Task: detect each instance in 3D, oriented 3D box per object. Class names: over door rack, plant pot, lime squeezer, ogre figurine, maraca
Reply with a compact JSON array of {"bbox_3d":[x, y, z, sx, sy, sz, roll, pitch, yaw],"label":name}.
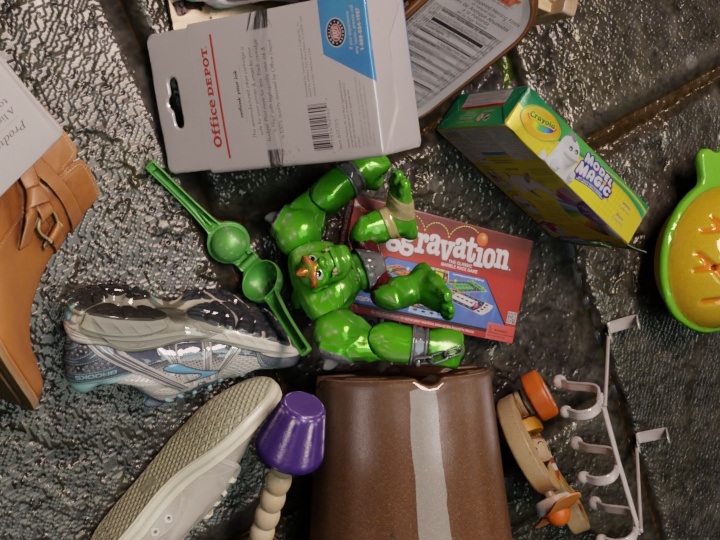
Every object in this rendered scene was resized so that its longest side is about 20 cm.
[{"bbox_3d":[0.245,0.155,0.927,0.200,0.066,0.149,-41,116,-56],"label":"over door rack"},{"bbox_3d":[0.039,0.183,0.792,0.199,0.200,0.200,-3,89,-26],"label":"plant pot"},{"bbox_3d":[-0.103,-0.007,0.768,0.038,0.071,0.200,-43,81,21],"label":"lime squeezer"},{"bbox_3d":[0.000,0.000,0.776,0.119,0.098,0.202,-20,94,-9],"label":"ogre figurine"},{"bbox_3d":[0.372,-0.035,0.974,0.136,0.107,0.202,20,86,-26],"label":"maraca"}]

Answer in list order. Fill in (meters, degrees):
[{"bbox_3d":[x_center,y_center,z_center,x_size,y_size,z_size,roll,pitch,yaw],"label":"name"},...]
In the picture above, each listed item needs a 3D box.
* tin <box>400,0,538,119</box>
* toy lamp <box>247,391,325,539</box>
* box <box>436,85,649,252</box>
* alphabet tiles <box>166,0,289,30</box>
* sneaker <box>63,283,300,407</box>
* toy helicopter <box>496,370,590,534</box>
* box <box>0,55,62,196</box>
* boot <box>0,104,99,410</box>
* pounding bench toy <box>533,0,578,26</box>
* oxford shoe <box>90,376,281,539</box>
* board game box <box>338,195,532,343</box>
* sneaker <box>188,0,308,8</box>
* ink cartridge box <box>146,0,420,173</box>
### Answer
[{"bbox_3d":[0.054,-0.183,0.755,0.111,0.200,0.042,12,54,-43],"label":"tin"},{"bbox_3d":[-0.072,0.187,0.761,0.058,0.058,0.201,6,120,-27],"label":"toy lamp"},{"bbox_3d":[0.176,-0.086,0.866,0.200,0.117,0.049,41,78,-25],"label":"box"},{"bbox_3d":[-0.079,-0.216,0.787,0.166,0.008,0.202,-13,101,-25],"label":"alphabet tiles"},{"bbox_3d":[-0.143,0.064,0.758,0.199,0.078,0.087,8,112,-28],"label":"sneaker"},{"bbox_3d":[0.183,0.201,0.902,0.079,0.133,0.200,-29,129,10],"label":"toy helicopter"},{"bbox_3d":[-0.327,-0.091,0.552,0.199,0.199,0.131,-49,151,-15],"label":"box"},{"bbox_3d":[-0.246,-0.008,0.691,0.155,0.073,0.201,-56,147,-39],"label":"boot"},{"bbox_3d":[0.114,-0.289,0.768,0.155,0.200,0.125,13,89,-27],"label":"pounding bench toy"},{"bbox_3d":[-0.133,0.169,0.763,0.200,0.075,0.058,-48,115,-10],"label":"oxford shoe"},{"bbox_3d":[0.068,0.001,0.876,0.199,0.019,0.104,12,88,-27],"label":"board game box"},{"bbox_3d":[-0.051,-0.244,0.715,0.198,0.140,0.078,-4,97,-27],"label":"sneaker"},{"bbox_3d":[-0.061,-0.141,0.725,0.068,0.199,0.117,-26,111,-58],"label":"ink cartridge box"}]
